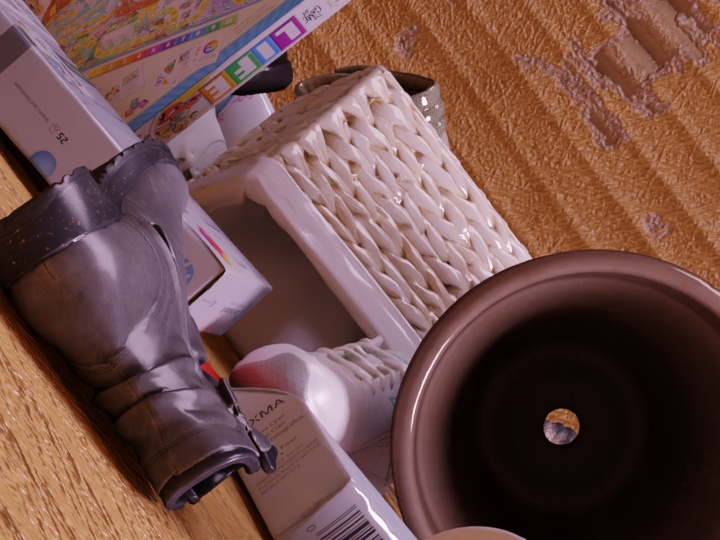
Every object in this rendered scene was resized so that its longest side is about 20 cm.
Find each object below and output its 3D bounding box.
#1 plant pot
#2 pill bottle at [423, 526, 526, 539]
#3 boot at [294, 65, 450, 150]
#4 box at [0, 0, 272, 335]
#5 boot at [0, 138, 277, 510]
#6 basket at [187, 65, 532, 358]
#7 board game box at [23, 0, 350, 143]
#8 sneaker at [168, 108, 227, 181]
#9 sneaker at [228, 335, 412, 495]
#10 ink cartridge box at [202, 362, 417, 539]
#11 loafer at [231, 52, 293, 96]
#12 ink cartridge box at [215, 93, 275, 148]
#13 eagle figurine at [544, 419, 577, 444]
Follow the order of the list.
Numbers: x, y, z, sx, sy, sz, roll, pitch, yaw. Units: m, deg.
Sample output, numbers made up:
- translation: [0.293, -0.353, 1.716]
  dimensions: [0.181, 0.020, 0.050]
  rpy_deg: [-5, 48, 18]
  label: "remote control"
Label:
- translation: [0.113, 0.086, 1.435]
  dimensions: [0.200, 0.200, 0.175]
  rpy_deg: [53, 0, -2]
  label: "plant pot"
- translation: [0.075, 0.178, 1.099]
  dimensions: [0.112, 0.112, 0.200]
  rpy_deg: [54, 3, 37]
  label: "pill bottle"
- translation: [-0.015, -0.046, 1.710]
  dimensions: [0.200, 0.072, 0.155]
  rpy_deg: [-1, -61, 37]
  label: "boot"
- translation: [-0.130, -0.057, 1.351]
  dimensions: [0.200, 0.041, 0.156]
  rpy_deg: [48, 2, 6]
  label: "box"
- translation: [-0.080, 0.025, 1.070]
  dimensions: [0.132, 0.070, 0.200]
  rpy_deg: [56, 13, -2]
  label: "boot"
- translation: [0.000, 0.000, 1.585]
  dimensions: [0.200, 0.123, 0.136]
  rpy_deg: [53, -32, -13]
  label: "basket"
- translation: [-0.102, -0.152, 1.492]
  dimensions: [0.135, 0.200, 0.034]
  rpy_deg: [54, 3, 22]
  label: "board game box"
- translation: [-0.100, -0.046, 1.653]
  dimensions: [0.089, 0.075, 0.200]
  rpy_deg: [67, 6, 23]
  label: "sneaker"
- translation: [-0.010, 0.063, 1.429]
  dimensions: [0.070, 0.080, 0.200]
  rpy_deg: [42, -4, 18]
  label: "sneaker"
- translation: [-0.008, 0.109, 1.308]
  dimensions: [0.160, 0.047, 0.200]
  rpy_deg: [52, 4, -32]
  label: "ink cartridge box"
- translation: [-0.118, -0.138, 1.690]
  dimensions: [0.200, 0.073, 0.071]
  rpy_deg: [-12, 104, -55]
  label: "loafer"
- translation: [-0.111, -0.118, 1.849]
  dimensions: [0.200, 0.087, 0.145]
  rpy_deg: [62, -2, -25]
  label: "ink cartridge box"
- translation: [0.090, 0.145, 1.816]
  dimensions: [0.200, 0.152, 0.151]
  rpy_deg: [48, -22, 40]
  label: "eagle figurine"
